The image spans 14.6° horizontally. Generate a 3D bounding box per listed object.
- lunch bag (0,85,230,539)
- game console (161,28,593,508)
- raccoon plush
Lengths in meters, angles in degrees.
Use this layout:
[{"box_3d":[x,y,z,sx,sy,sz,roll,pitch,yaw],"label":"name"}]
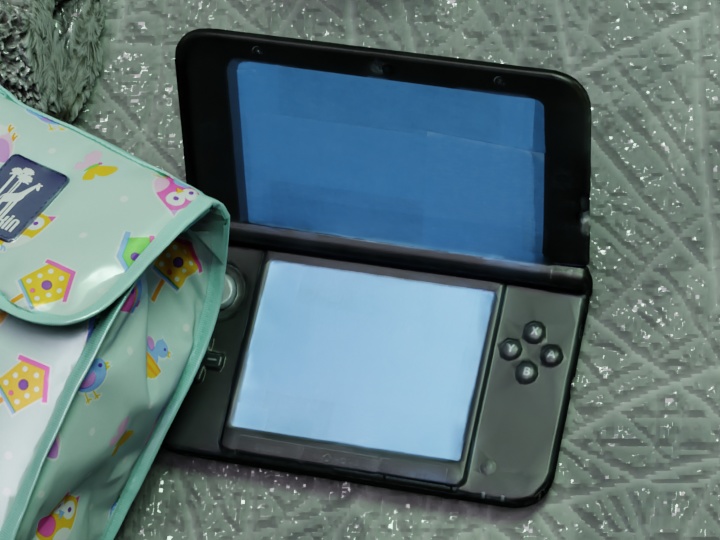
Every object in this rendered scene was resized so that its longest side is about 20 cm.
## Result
[{"box_3d":[-0.167,0.024,1.295,0.170,0.122,0.201,25,92,26],"label":"lunch bag"},{"box_3d":[0.000,0.000,1.297,0.199,0.116,0.177,8,71,15],"label":"game console"},{"box_3d":[-0.211,-0.093,1.395,0.133,0.097,0.201,1,70,20],"label":"raccoon plush"}]
